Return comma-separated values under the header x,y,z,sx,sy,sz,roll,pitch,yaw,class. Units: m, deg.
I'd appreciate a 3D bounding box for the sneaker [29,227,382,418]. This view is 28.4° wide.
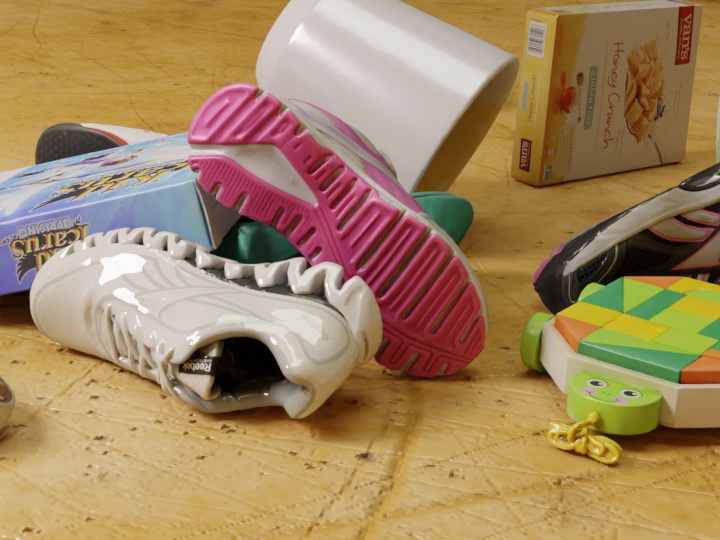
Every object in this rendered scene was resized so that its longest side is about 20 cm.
x,y,z,sx,sy,sz,roll,pitch,yaw,class
-0.092,0.030,0.732,0.198,0.076,0.081,6,36,22,sneaker

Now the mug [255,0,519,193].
x,y,z,sx,sy,sz,roll,pitch,yaw,class
0.003,-0.116,1.021,0.153,0.187,0.149,35,42,9,mug

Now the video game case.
x,y,z,sx,sy,sz,roll,pitch,yaw,class
-0.162,-0.039,0.866,0.198,0.046,0.181,-11,16,12,video game case

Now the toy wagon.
x,y,z,sx,sy,sz,roll,pitch,yaw,class
0.164,0.050,0.763,0.154,0.040,0.199,15,21,32,toy wagon

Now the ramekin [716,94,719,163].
x,y,z,sx,sy,sz,roll,pitch,yaw,class
0.331,-0.104,1.022,0.097,0.202,0.199,7,17,33,ramekin

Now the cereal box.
x,y,z,sx,sy,sz,roll,pitch,yaw,class
0.216,-0.157,1.229,0.199,0.146,0.039,-12,24,-38,cereal box

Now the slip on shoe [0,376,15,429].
x,y,z,sx,sy,sz,roll,pitch,yaw,class
-0.261,0.047,0.652,0.198,0.061,0.076,20,10,-22,slip on shoe

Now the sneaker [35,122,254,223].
x,y,z,sx,sy,sz,roll,pitch,yaw,class
-0.125,-0.067,1.021,0.199,0.068,0.108,12,16,20,sneaker

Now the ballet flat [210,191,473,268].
x,y,z,sx,sy,sz,roll,pitch,yaw,class
0.000,0.000,0.864,0.198,0.068,0.071,-9,45,-33,ballet flat

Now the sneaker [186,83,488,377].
x,y,z,sx,sy,sz,roll,pitch,yaw,class
-0.001,-0.030,0.785,0.200,0.081,0.088,48,20,-3,sneaker

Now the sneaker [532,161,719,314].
x,y,z,sx,sy,sz,roll,pitch,yaw,class
0.208,-0.011,0.901,0.199,0.087,0.080,-25,-3,-16,sneaker
